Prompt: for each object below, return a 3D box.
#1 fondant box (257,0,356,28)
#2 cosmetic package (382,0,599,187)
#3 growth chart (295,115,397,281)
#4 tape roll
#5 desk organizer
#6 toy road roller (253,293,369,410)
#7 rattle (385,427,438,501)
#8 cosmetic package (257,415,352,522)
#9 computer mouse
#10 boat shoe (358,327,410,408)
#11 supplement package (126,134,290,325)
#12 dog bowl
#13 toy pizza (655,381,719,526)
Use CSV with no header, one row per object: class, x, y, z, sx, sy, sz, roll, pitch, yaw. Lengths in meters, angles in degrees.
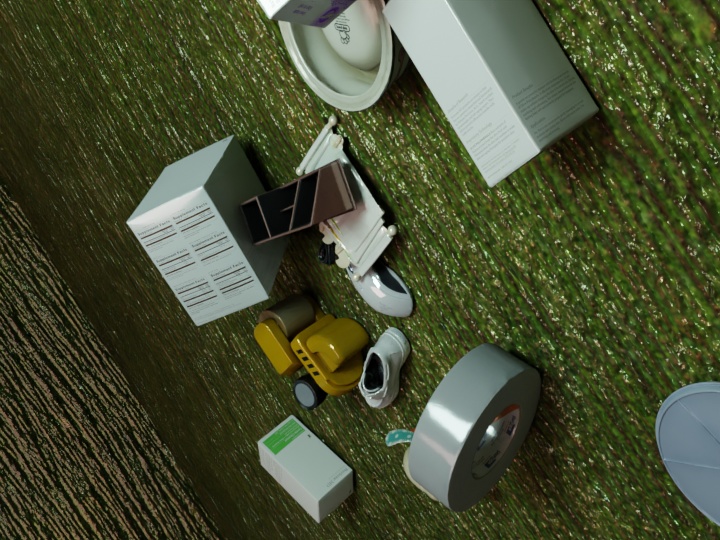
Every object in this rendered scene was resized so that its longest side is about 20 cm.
fondant box,0.002,-0.306,0.652,0.198,0.144,0.059,-32,93,23
cosmetic package,0.123,-0.201,0.691,0.203,0.106,0.085,58,149,2
growth chart,-0.026,-0.095,1.035,0.144,0.018,0.203,-38,79,48
tape roll,0.147,0.198,0.916,0.065,0.199,0.204,30,140,33
desk organizer,-0.095,-0.092,1.037,0.198,0.076,0.074,-12,100,58
toy road roller,-0.071,0.118,1.238,0.201,0.122,0.146,52,134,8
rattle,0.118,0.254,1.135,0.201,0.126,0.147,-125,30,-61
cosmetic package,-0.118,0.422,1.557,0.198,0.107,0.087,32,140,33
computer mouse,0.000,0.000,1.098,0.200,0.043,0.111,44,145,22
boat shoe,0.029,0.174,1.185,0.072,0.068,0.202,46,147,17
supplement package,-0.232,-0.065,1.158,0.144,0.193,0.203,-20,118,18
dog bowl,-0.011,-0.292,0.832,0.198,0.073,0.204,34,142,32
toy pizza,0.393,0.194,0.728,0.199,0.031,0.204,36,144,32
